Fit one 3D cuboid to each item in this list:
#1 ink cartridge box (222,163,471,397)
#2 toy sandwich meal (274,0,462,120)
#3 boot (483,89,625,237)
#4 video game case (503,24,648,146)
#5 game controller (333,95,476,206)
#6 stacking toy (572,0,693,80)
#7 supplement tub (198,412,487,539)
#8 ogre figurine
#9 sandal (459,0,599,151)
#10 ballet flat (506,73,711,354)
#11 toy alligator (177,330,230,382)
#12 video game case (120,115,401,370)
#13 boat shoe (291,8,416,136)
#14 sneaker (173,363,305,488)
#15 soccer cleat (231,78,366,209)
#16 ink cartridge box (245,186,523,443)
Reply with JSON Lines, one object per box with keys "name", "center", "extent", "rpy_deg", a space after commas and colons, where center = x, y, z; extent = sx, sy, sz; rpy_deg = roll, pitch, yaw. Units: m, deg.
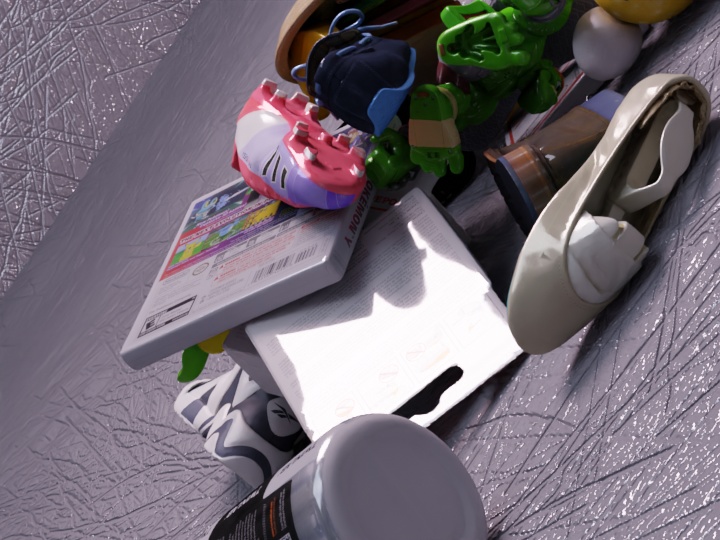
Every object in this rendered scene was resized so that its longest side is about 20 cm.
{"name": "ink cartridge box", "center": [0.000, 0.000, 1.776], "extent": [0.117, 0.067, 0.201], "rpy_deg": [12, 65, 42]}
{"name": "toy sandwich meal", "center": [0.023, -0.183, 1.857], "extent": [0.204, 0.070, 0.205], "rpy_deg": [-30, -17, -10]}
{"name": "boot", "center": [0.140, -0.069, 1.610], "extent": [0.097, 0.075, 0.200], "rpy_deg": [-28, 4, 0]}
{"name": "video game case", "center": [0.155, -0.163, 1.818], "extent": [0.143, 0.017, 0.200], "rpy_deg": [-51, 15, 18]}
{"name": "game controller", "center": [0.003, -0.060, 1.908], "extent": [0.200, 0.104, 0.042], "rpy_deg": [-44, 10, 39]}
{"name": "stacking toy", "center": [0.199, -0.218, 1.651], "extent": [0.146, 0.145, 0.201], "rpy_deg": [-88, 17, -65]}
{"name": "supplement tub", "center": [-0.026, 0.178, 1.439], "extent": [0.200, 0.122, 0.123], "rpy_deg": [-41, 20, 43]}
{"name": "ogre figurine", "center": [0.087, -0.144, 1.682], "extent": [0.120, 0.098, 0.201], "rpy_deg": [-38, -29, -55]}
{"name": "sandal", "center": [0.114, -0.168, 1.771], "extent": [0.200, 0.076, 0.043], "rpy_deg": [-44, 14, 39]}
{"name": "ballet flat", "center": [0.154, -0.037, 1.458], "extent": [0.201, 0.069, 0.069], "rpy_deg": [-60, 15, -18]}
{"name": "toy alligator", "center": [-0.092, 0.001, 1.901], "extent": [0.200, 0.054, 0.059], "rpy_deg": [-49, 11, 11]}
{"name": "video game case", "center": [-0.071, -0.023, 1.754], "extent": [0.199, 0.023, 0.183], "rpy_deg": [-24, 29, 33]}
{"name": "boat shoe", "center": [-0.002, -0.143, 1.672], "extent": [0.084, 0.068, 0.200], "rpy_deg": [-59, 7, 0]}
{"name": "sneaker", "center": [-0.072, 0.088, 1.885], "extent": [0.130, 0.079, 0.199], "rpy_deg": [-51, 10, -1]}
{"name": "soccer cleat", "center": [-0.047, -0.072, 1.716], "extent": [0.077, 0.066, 0.200], "rpy_deg": [-65, 24, 15]}
{"name": "ink cartridge box", "center": [0.023, 0.053, 1.626], "extent": [0.161, 0.050, 0.200], "rpy_deg": [-38, 41, 3]}
